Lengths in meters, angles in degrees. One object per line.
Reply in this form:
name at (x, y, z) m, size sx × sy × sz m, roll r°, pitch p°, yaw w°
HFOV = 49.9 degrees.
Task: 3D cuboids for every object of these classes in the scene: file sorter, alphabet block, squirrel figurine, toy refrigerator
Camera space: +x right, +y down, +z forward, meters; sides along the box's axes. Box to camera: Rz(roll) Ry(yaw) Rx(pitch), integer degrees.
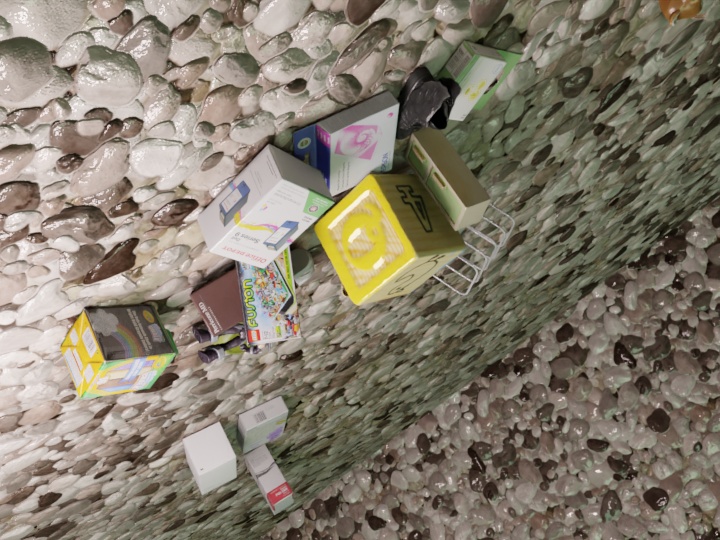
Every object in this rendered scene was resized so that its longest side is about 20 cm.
file sorter at (0.270, -0.061, 1.898) m, size 0.200 × 0.124 × 0.139 m, roll -49°, pitch 166°, yaw -30°
alphabet block at (0.061, -0.068, 1.578) m, size 0.195 × 0.198 × 0.199 m, roll -41°, pitch 162°, yaw 34°
squirrel figurine at (0.647, -0.577, 1.506) m, size 0.198 × 0.143 × 0.187 m, roll 5°, pitch 149°, yaw -34°
toy refrigerator at (0.166, -0.183, 1.528) m, size 0.069 × 0.201 × 0.076 m, roll -20°, pitch 155°, yaw -24°

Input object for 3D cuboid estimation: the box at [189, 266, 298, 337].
box at (-0.234, 0.039, 1.556) m, size 0.199 × 0.101 × 0.075 m, roll -31°, pitch -174°, yaw -5°

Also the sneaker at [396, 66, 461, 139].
sneaker at (0.114, -0.282, 1.392) m, size 0.059 × 0.105 × 0.201 m, roll -20°, pitch 153°, yaw -28°

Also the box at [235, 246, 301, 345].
box at (-0.182, 0.038, 1.509) m, size 0.109 × 0.203 × 0.035 m, roll -9°, pitch -173°, yaw -10°

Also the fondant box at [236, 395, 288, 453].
fondant box at (-0.303, 0.475, 2.376) m, size 0.143 × 0.059 × 0.201 m, roll -22°, pitch 155°, yaw -24°

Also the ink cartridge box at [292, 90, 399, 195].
ink cartridge box at (-0.026, -0.218, 1.422) m, size 0.198 × 0.044 × 0.197 m, roll -28°, pitch 156°, yaw -16°

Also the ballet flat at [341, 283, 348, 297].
ballet flat at (0.000, 0.000, 1.821) m, size 0.063 × 0.068 × 0.201 m, roll -58°, pitch 174°, yaw -37°

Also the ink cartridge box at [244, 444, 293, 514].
ink cartridge box at (-0.311, 0.714, 2.646) m, size 0.082 × 0.201 × 0.147 m, roll -28°, pitch 157°, yaw -18°

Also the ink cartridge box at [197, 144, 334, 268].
ink cartridge box at (-0.168, -0.107, 1.371) m, size 0.199 × 0.088 × 0.145 m, roll -39°, pitch 147°, yaw 22°

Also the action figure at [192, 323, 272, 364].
action figure at (-0.267, 0.138, 1.721) m, size 0.198 × 0.069 × 0.132 m, roll -14°, pitch 108°, yaw -30°

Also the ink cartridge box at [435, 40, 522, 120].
ink cartridge box at (0.223, -0.353, 1.469) m, size 0.199 × 0.048 × 0.146 m, roll -3°, pitch 142°, yaw -45°

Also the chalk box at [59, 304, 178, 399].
chalk box at (-0.449, 0.152, 1.493) m, size 0.199 × 0.125 × 0.124 m, roll 0°, pitch 140°, yaw -50°

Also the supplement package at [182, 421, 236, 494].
supplement package at (-0.440, 0.554, 2.274) m, size 0.119 × 0.122 × 0.201 m, roll -23°, pitch 155°, yaw -20°

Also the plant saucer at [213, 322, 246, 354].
plant saucer at (-0.256, 0.142, 1.831) m, size 0.198 × 0.031 × 0.201 m, roll -28°, pitch 156°, yaw -14°

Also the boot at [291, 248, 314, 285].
boot at (-0.185, 0.030, 1.656) m, size 0.198 × 0.074 × 0.096 m, roll -27°, pitch 159°, yaw -3°
